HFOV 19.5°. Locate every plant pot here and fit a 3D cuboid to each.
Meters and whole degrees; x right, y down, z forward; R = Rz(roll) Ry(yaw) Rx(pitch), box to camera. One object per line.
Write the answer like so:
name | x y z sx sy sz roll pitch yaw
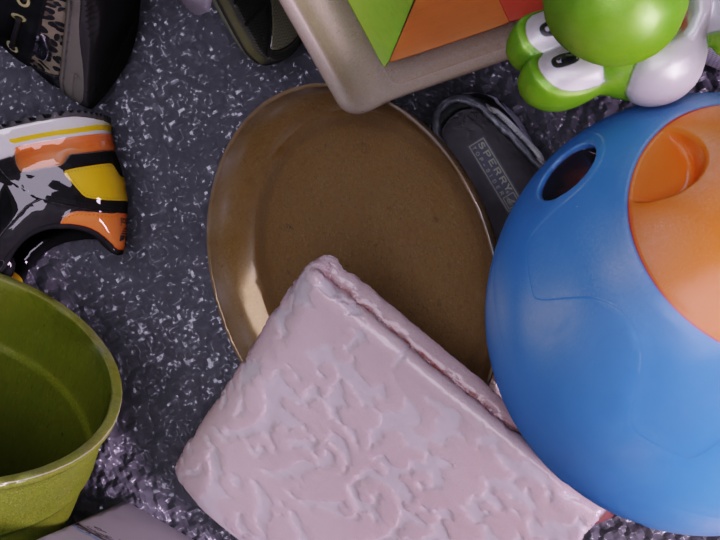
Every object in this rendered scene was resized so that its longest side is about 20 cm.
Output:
plant pot | 0.000 0.000 1.086 0.200 0.027 0.200 15 113 38
plant pot | -0.239 0.124 1.077 0.200 0.200 0.193 20 119 7

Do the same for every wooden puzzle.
wooden puzzle | 0.044 -0.171 0.942 0.200 0.037 0.185 -20 121 18

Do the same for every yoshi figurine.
yoshi figurine | 0.159 -0.123 0.895 0.200 0.112 0.112 -19 121 0

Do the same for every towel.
towel | 0.011 0.108 1.071 0.191 0.032 0.200 38 135 4

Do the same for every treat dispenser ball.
treat dispenser ball | 0.157 0.020 0.956 0.201 0.201 0.201 0 90 7

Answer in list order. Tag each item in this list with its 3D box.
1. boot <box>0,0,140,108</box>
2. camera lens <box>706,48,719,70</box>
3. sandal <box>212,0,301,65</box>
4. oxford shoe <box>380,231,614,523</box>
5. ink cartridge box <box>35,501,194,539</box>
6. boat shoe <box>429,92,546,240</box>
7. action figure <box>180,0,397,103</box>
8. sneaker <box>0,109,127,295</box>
boot | -0.189 -0.187 1.088 0.154 0.204 0.074 25 51 11
camera lens | 0.197 -0.177 1.036 0.200 0.160 0.160 23 93 4
sandal | -0.097 -0.195 1.129 0.201 0.080 0.057 53 130 2
oxford shoe | 0.053 0.059 1.104 0.075 0.070 0.200 -32 85 12
ink cartridge box | -0.117 0.223 1.058 0.145 0.200 0.147 30 94 6
boat shoe | 0.101 -0.008 1.097 0.074 0.068 0.200 -29 87 7
action figure | 0.024 -0.186 1.081 0.200 0.105 0.194 20 66 2
sneaker | -0.222 -0.022 1.138 0.200 0.070 0.090 -16 85 5
